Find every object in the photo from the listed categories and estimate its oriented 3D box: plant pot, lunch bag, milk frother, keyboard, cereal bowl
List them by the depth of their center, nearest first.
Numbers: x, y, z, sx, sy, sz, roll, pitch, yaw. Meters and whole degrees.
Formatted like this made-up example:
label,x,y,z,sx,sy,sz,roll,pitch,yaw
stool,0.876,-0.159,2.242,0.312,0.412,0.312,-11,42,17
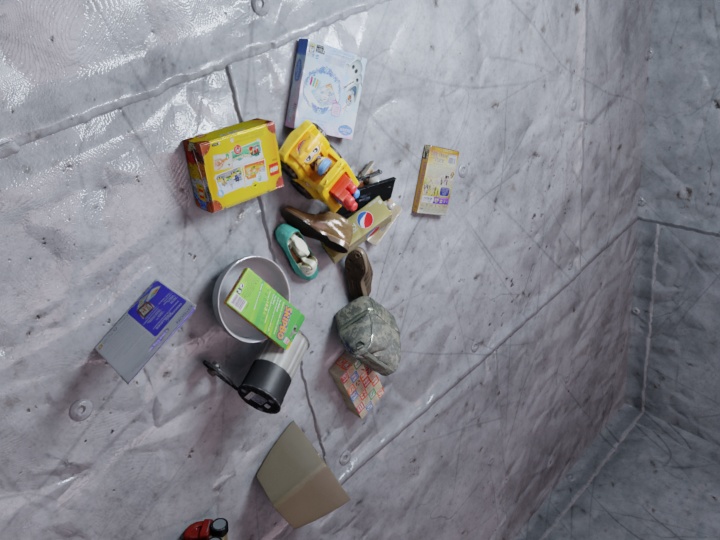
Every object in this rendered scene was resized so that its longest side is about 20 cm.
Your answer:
label,x,y,z,sx,sy,sz,roll,pitch,yaw
cereal bowl,-0.268,0.067,1.471,0.196,0.082,0.207,0,90,-37
milk frother,-0.257,0.218,1.513,0.200,0.178,0.191,47,48,-26
keyboard,0.011,-0.213,1.618,0.196,0.021,0.129,-22,146,-29
plant pot,-0.174,0.588,1.721,0.176,0.199,0.202,-37,130,-12
lunch bag,0.029,0.195,1.752,0.137,0.171,0.200,-32,138,15

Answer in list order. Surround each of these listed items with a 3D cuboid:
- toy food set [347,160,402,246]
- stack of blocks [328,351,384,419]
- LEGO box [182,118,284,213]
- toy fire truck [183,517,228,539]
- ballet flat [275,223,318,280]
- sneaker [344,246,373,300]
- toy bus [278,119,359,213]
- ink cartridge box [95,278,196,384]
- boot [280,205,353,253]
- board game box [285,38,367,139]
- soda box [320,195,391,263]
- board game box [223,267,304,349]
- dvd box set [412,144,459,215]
label,x,y,z,sx,sy,sz,roll,pitch,yaw
toy food set,0.036,-0.184,1.713,0.145,0.060,0.201,-53,134,-16
stack of blocks,-0.009,0.338,1.871,0.115,0.058,0.203,-44,132,-24
LEGO box,-0.277,-0.237,1.365,0.197,0.076,0.153,-27,123,-36
toy fire truck,-0.439,0.733,1.551,0.193,0.177,0.133,2,111,-1
ballet flat,-0.150,-0.036,1.576,0.068,0.070,0.202,-47,133,-17
sneaker,0.000,0.000,1.739,0.204,0.069,0.076,91,25,-43
toy bus,-0.081,-0.228,1.461,0.136,0.191,0.200,-47,151,-5
ink cartridge box,-0.434,0.128,1.261,0.199,0.198,0.044,-51,131,-17
boot,-0.108,-0.121,1.556,0.196,0.073,0.077,27,71,-16
board game box,-0.082,-0.439,1.507,0.196,0.043,0.205,-1,106,-45
soda box,-0.012,-0.107,1.633,0.198,0.065,0.068,-37,170,-6
board game box,-0.221,0.093,1.441,0.199,0.030,0.097,42,66,-28
dvd box set,0.233,-0.276,1.895,0.144,0.029,0.206,-2,108,-44
